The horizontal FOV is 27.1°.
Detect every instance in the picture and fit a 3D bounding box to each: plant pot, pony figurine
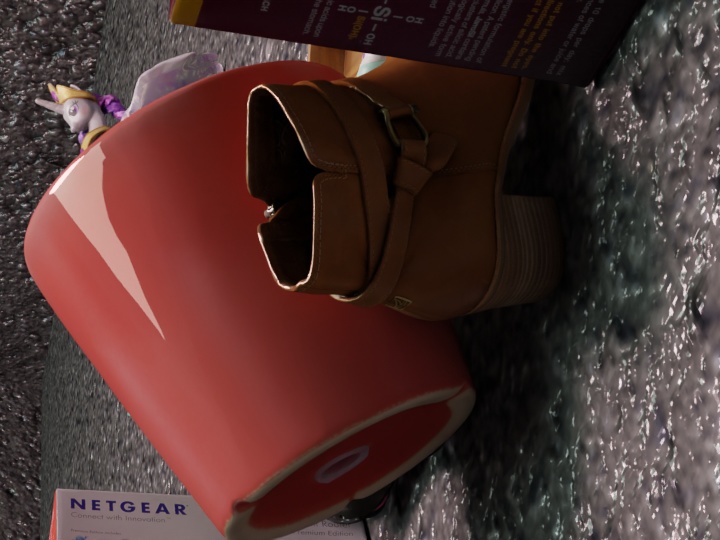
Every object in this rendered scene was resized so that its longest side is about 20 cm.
[{"bbox_3d":[-0.046,0.025,0.748,0.178,0.200,0.201,60,150,20],"label":"plant pot"},{"bbox_3d":[-0.235,-0.137,1.612,0.201,0.192,0.167,64,153,27],"label":"pony figurine"}]

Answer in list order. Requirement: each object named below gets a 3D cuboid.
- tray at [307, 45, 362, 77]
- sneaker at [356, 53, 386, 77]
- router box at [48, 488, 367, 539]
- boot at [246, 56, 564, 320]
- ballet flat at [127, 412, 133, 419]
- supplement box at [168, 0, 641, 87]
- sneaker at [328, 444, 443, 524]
[{"bbox_3d":[0.004,-0.135,0.998,0.200,0.037,0.099,157,117,-73],"label":"tray"},{"bbox_3d":[0.039,-0.173,0.838,0.140,0.077,0.201,-125,52,-68],"label":"sneaker"},{"bbox_3d":[-0.086,0.212,0.886,0.180,0.199,0.049,-107,27,-54],"label":"router box"},{"bbox_3d":[0.007,-0.072,0.686,0.077,0.155,0.201,-25,69,47],"label":"boot"},{"bbox_3d":[-0.122,0.103,1.110,0.071,0.069,0.200,-66,20,-3],"label":"ballet flat"},{"bbox_3d":[0.019,-0.160,0.657,0.086,0.199,0.111,117,153,-48],"label":"supplement box"},{"bbox_3d":[0.001,0.103,0.885,0.084,0.077,0.200,52,151,-8],"label":"sneaker"}]
